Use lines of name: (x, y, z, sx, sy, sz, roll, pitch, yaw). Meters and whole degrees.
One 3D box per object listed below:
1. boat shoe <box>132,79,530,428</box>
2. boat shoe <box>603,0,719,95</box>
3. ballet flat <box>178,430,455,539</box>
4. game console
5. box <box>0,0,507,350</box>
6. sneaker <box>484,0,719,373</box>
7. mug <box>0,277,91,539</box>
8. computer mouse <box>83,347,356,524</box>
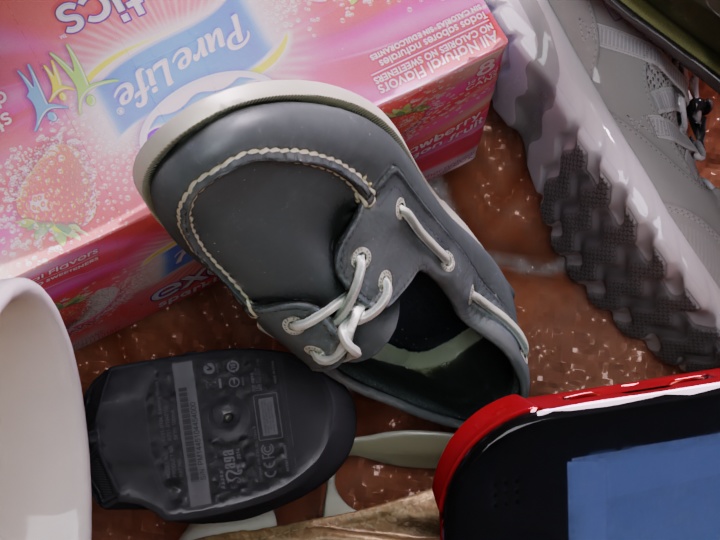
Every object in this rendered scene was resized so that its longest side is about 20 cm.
boat shoe: (0.000, 0.000, 0.869, 0.073, 0.200, 0.062, -36, 59, 12)
boat shoe: (0.148, -0.069, 0.907, 0.200, 0.073, 0.065, 36, 55, 18)
ballet flat: (-0.008, 0.093, 0.921, 0.200, 0.068, 0.072, -14, 61, -11)
game console: (0.122, 0.115, 0.906, 0.200, 0.031, 0.177, -8, 107, -13)
box: (-0.062, -0.053, 0.909, 0.200, 0.103, 0.095, -26, 74, -13)
sneaker: (0.098, -0.056, 0.955, 0.082, 0.075, 0.200, -29, 89, -20)
mug: (-0.174, 0.080, 0.792, 0.153, 0.187, 0.150, 0, 102, 9)
computer mouse: (-0.100, 0.062, 0.899, 0.200, 0.034, 0.059, -5, 68, -2)
